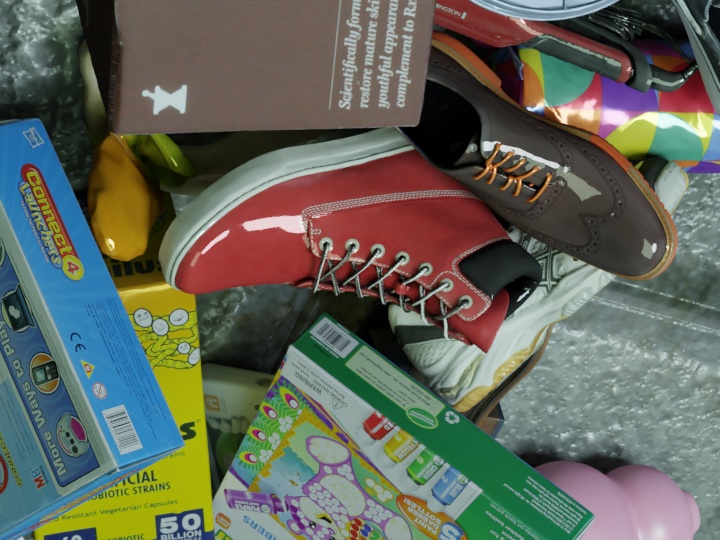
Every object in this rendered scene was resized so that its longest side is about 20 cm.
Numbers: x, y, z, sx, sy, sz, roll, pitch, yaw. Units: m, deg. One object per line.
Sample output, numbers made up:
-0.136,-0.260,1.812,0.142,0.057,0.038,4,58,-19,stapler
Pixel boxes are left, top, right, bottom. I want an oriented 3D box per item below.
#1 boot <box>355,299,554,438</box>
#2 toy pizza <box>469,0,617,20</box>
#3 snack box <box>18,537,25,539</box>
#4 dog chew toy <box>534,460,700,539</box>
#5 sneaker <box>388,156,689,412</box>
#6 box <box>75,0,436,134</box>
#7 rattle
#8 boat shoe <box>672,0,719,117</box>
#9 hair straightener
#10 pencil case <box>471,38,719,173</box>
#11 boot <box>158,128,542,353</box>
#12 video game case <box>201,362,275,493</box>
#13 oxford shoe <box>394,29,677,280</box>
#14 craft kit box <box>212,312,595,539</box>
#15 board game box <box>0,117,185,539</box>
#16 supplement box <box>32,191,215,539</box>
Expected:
0.055,0.035,1.722,0.097,0.075,0.200,7,124,-22,boot
0.103,-0.237,1.547,0.200,0.032,0.200,-6,105,-22,toy pizza
-0.258,0.127,1.646,0.072,0.024,0.200,-33,95,-22,snack box
0.122,0.178,1.816,0.200,0.125,0.125,-13,126,-15,dog chew toy
0.098,-0.008,1.642,0.200,0.076,0.088,-42,85,15,sneaker
-0.060,-0.190,1.461,0.164,0.200,0.166,-2,125,-13,box
-0.055,-0.088,1.575,0.200,0.143,0.130,-5,107,-3,rattle
0.196,-0.162,1.540,0.072,0.068,0.200,-27,102,-12,boat shoe
0.108,-0.153,1.599,0.200,0.077,0.041,17,132,1,hair straightener
0.165,-0.100,1.652,0.200,0.088,0.088,2,123,-16,pencil case
0.000,0.000,1.565,0.200,0.144,0.072,-19,149,-31,boot
-0.009,0.157,1.739,0.182,0.023,0.200,9,125,32,video game case
0.084,-0.055,1.566,0.200,0.073,0.071,35,115,8,oxford shoe
0.014,0.153,1.675,0.200,0.049,0.198,36,137,10,craft kit box
-0.214,0.048,1.547,0.196,0.200,0.056,-30,171,39,board game box
-0.151,0.063,1.668,0.109,0.110,0.200,-9,125,-8,supplement box
